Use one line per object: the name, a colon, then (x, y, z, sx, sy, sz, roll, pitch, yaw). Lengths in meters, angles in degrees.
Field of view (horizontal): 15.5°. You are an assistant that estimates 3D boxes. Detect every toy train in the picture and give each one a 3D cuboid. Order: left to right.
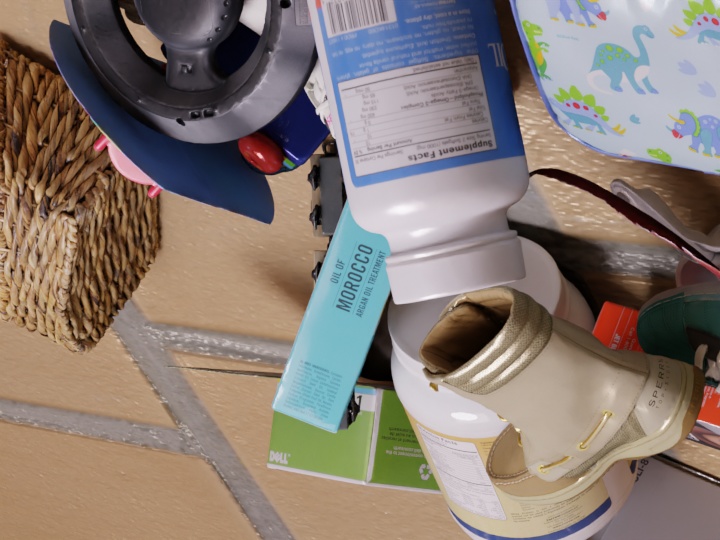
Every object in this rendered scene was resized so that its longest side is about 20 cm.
toy train: (-0.106, -0.143, 1.789, 0.200, 0.085, 0.116, 39, 168, 1)
toy train: (-0.017, 0.011, 1.848, 0.034, 0.201, 0.046, -1, -174, 4)

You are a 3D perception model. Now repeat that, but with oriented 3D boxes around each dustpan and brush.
dustpan and brush: (0.232, -0.004, 1.653, 0.200, 0.057, 0.139, 45, 149, -18)

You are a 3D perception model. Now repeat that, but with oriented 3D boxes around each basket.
basket: (-0.247, -0.044, 1.995, 0.149, 0.143, 0.200, 27, 150, 12)

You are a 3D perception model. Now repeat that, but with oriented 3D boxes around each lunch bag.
lunch bag: (0.189, -0.133, 1.486, 0.199, 0.083, 0.161, 12, 145, 34)

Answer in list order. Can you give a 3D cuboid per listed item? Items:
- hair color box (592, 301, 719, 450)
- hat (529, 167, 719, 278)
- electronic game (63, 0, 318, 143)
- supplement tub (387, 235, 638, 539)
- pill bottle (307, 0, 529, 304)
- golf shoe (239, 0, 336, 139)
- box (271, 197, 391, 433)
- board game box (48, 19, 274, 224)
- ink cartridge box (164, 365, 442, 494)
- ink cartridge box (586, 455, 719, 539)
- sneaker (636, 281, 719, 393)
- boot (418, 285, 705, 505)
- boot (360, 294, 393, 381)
hair color box: (0.252, 0.086, 1.733, 0.199, 0.061, 0.101, 17, 170, 28)
hat: (0.246, -0.015, 1.596, 0.200, 0.166, 0.176, 54, 169, -30)
electronic game: (-0.108, -0.179, 1.682, 0.199, 0.042, 0.201, 11, 111, 30)
supplement tub: (0.104, 0.085, 1.828, 0.144, 0.145, 0.200, 13, 144, 33)
pill bottle: (0.039, -0.086, 1.585, 0.112, 0.112, 0.201, -9, 93, 51)
golf shoe: (-0.007, -0.132, 1.677, 0.199, 0.092, 0.073, 29, 152, 13)
box: (0.000, 0.000, 1.760, 0.049, 0.082, 0.201, 21, 111, 0)
board game box: (-0.143, -0.087, 1.789, 0.200, 0.039, 0.158, 17, -146, -55)
ink cartridge box: (-0.030, 0.116, 1.955, 0.199, 0.076, 0.148, 7, 178, -32)
ink cartridge box: (0.198, 0.246, 1.966, 0.144, 0.146, 0.200, 21, 149, 22)
sneaker: (0.261, 0.064, 1.620, 0.199, 0.080, 0.072, 11, 141, 14)
boot: (0.097, 0.078, 1.647, 0.155, 0.073, 0.200, 24, 153, -23)
boot: (0.043, 0.024, 1.900, 0.096, 0.075, 0.200, 16, 150, -5)
